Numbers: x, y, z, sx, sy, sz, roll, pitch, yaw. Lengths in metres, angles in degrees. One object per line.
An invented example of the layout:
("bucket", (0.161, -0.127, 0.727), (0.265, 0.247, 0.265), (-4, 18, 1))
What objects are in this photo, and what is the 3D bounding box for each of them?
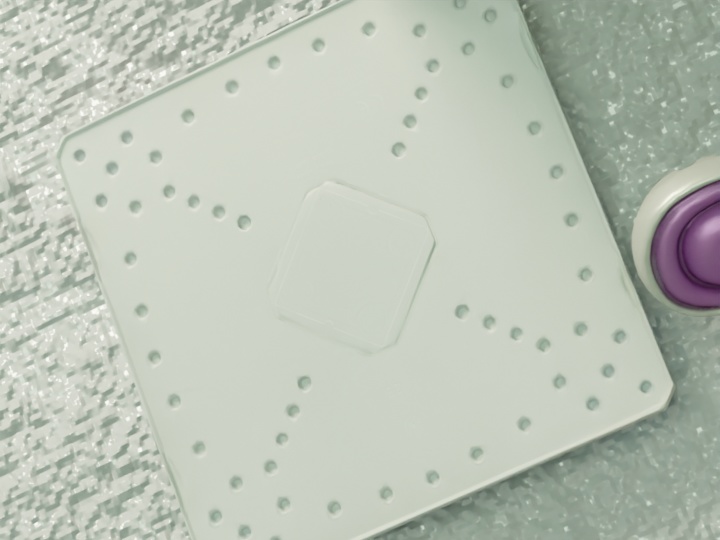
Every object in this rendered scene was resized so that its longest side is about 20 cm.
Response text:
("board game box", (0.000, 0.000, 1.151), (0.199, 0.026, 0.201), (-25, 76, 14))
("sandal", (0.199, -0.022, 1.052), (0.202, 0.050, 0.083), (-20, 117, 2))
